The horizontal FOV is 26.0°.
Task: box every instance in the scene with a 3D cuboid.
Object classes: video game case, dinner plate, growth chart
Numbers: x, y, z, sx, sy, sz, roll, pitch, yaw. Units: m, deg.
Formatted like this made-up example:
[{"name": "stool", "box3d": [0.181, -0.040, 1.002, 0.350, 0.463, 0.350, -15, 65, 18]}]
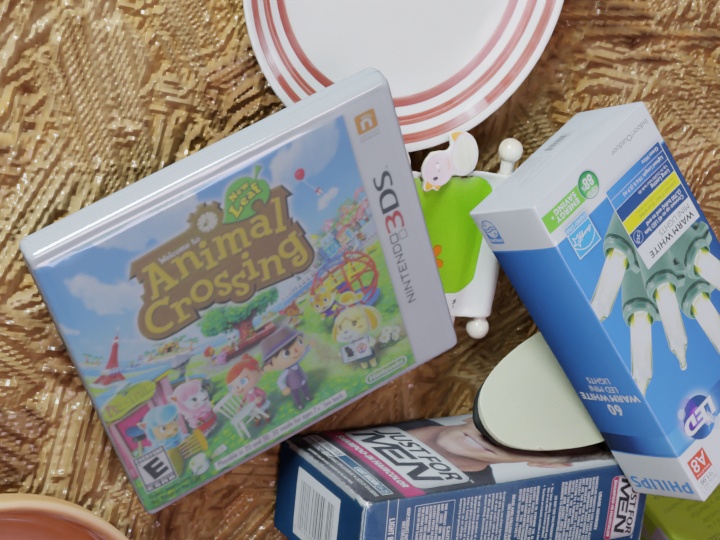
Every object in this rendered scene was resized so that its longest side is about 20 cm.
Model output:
[{"name": "video game case", "box3d": [-0.054, 0.014, 0.811, 0.199, 0.022, 0.183, -28, 128, -13]}, {"name": "dinner plate", "box3d": [0.025, -0.160, 0.817, 0.199, 0.024, 0.201, -13, 116, -28]}, {"name": "growth chart", "box3d": [0.000, 0.000, 0.860, 0.199, 0.018, 0.145, -15, 125, -23]}]

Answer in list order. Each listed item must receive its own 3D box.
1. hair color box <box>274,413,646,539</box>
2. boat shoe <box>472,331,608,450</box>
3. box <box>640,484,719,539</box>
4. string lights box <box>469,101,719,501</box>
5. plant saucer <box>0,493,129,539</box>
[{"name": "hair color box", "box3d": [0.060, 0.130, 0.913, 0.199, 0.100, 0.061, -3, 108, -31]}, {"name": "boat shoe", "box3d": [0.146, 0.059, 0.946, 0.201, 0.063, 0.074, -24, 86, -29]}, {"name": "box", "box3d": [0.257, 0.172, 1.000, 0.122, 0.200, 0.048, -30, 158, -18]}, {"name": "string lights box", "box3d": [0.156, 0.019, 0.876, 0.103, 0.059, 0.200, -42, 110, -27]}, {"name": "plant saucer", "box3d": [-0.201, 0.204, 0.820, 0.199, 0.037, 0.201, -13, 117, -27]}]
